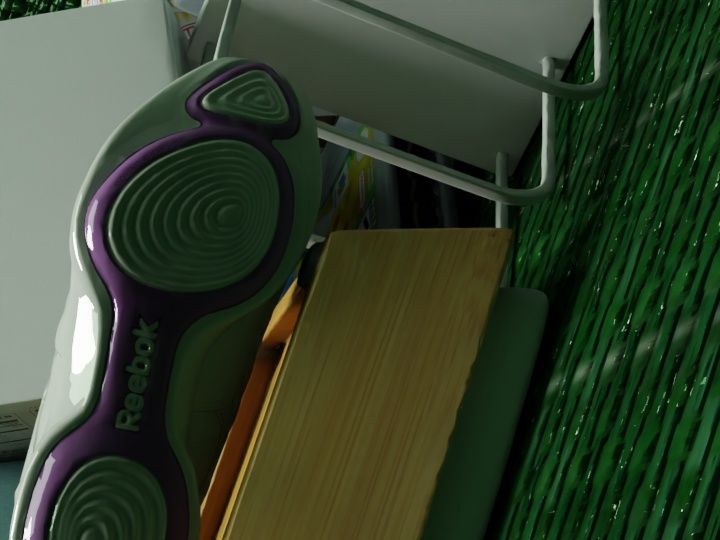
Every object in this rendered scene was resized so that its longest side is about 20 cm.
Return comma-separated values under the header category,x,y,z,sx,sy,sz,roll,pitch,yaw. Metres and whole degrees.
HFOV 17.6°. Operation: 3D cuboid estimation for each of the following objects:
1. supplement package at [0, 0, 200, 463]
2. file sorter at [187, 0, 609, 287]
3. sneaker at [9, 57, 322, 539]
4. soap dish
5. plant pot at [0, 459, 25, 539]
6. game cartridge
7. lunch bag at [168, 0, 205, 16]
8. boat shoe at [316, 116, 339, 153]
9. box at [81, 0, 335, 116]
category,x,y,z,sx,sy,sz,roll,pitch,yaw
supplement package,-0.126,-0.002,0.960,0.200,0.149,0.153,65,-164,-77
file sorter,0.029,-0.108,0.817,0.125,0.138,0.201,-84,16,-55
sneaker,-0.072,0.025,0.763,0.100,0.074,0.201,144,146,-76
soap dish,-0.015,0.090,0.775,0.157,0.081,0.201,131,159,-71
plant pot,-0.099,0.155,0.929,0.134,0.201,0.200,-28,20,14
game cartridge,0.000,0.000,1.017,0.201,0.040,0.134,-93,22,-55
lunch bag,0.027,-0.184,0.926,0.127,0.168,0.201,-82,12,-56
boat shoe,-0.030,-0.039,1.185,0.072,0.068,0.200,-48,7,38
box,-0.061,-0.177,1.061,0.101,0.112,0.201,-125,35,-54
